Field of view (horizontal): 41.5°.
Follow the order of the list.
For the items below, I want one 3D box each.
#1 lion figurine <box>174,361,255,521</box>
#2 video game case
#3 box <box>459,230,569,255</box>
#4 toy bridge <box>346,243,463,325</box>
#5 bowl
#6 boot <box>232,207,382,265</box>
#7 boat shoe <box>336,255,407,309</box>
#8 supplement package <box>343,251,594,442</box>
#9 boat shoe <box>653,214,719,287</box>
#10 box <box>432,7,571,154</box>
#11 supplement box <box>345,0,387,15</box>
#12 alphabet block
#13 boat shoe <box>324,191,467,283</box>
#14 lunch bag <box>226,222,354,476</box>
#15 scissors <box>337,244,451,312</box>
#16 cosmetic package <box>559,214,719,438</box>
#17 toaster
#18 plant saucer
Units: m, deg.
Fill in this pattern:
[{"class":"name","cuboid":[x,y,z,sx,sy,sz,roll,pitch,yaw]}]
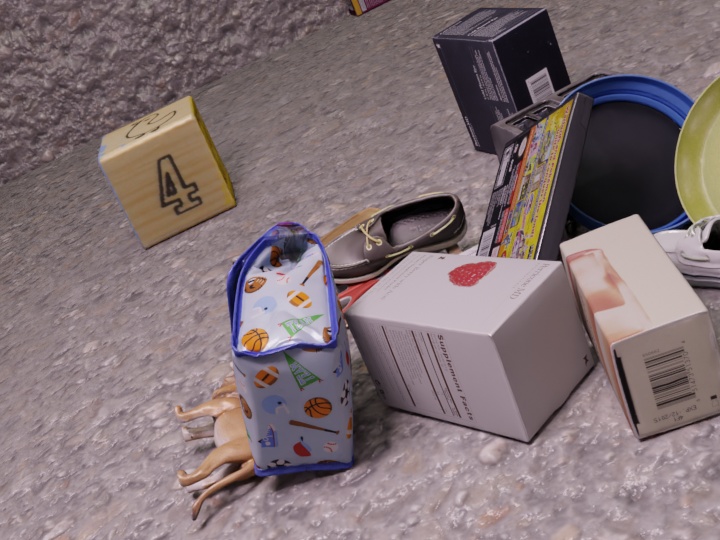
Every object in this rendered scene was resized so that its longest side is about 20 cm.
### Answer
[{"class":"lion figurine","cuboid":[-0.134,0.176,1.016,0.120,0.073,0.201,-13,38,-5]},{"class":"video game case","cuboid":[0.180,-0.070,1.032,0.181,0.025,0.203,148,140,-72]},{"class":"box","cuboid":[0.154,-0.010,1.136,0.197,0.042,0.039,-27,23,-5]},{"class":"toy bridge","cuboid":[0.043,0.029,1.178,0.197,0.028,0.067,-27,24,0]},{"class":"bowl","cuboid":[0.306,-0.126,1.081,0.196,0.040,0.204,-1,68,2]},{"class":"boot","cuboid":[-0.064,-0.023,1.356,0.199,0.067,0.174,-35,34,-24]},{"class":"boat shoe","cuboid":[0.000,0.000,1.249,0.198,0.075,0.073,-30,-2,-2]},{"class":"supplement package","cuboid":[0.104,0.066,0.927,0.198,0.121,0.121,5,36,48]},{"class":"boat shoe","cuboid":[0.354,-0.024,0.934,0.073,0.068,0.199,-34,25,-21]},{"class":"box","cuboid":[0.221,-0.280,1.425,0.103,0.202,0.182,-32,25,-14]},{"class":"supplement box","cuboid":[0.040,-0.904,2.977,0.197,0.133,0.103,-27,23,-6]},{"class":"alphabet block","cuboid":[-0.371,-0.193,1.831,0.197,0.199,0.196,-25,25,-2]},{"class":"boat shoe","cuboid":[0.033,-0.045,1.174,0.198,0.061,0.073,-20,60,2]},{"class":"lunch bag","cuboid":[-0.071,0.074,0.957,0.121,0.172,0.202,-3,38,0]},{"class":"scissors","cuboid":[0.022,0.007,1.191,0.198,0.014,0.073,-34,26,-15]},{"class":"cosmetic package","cuboid":[0.249,0.044,0.855,0.086,0.105,0.201,-19,23,9]},{"class":"toaster","cuboid":[0.284,-0.160,1.222,0.179,0.120,0.200,-28,24,-6]},{"class":"plant saucer","cuboid":[0.416,-0.120,0.975,0.031,0.204,0.199,8,1,-36]}]
